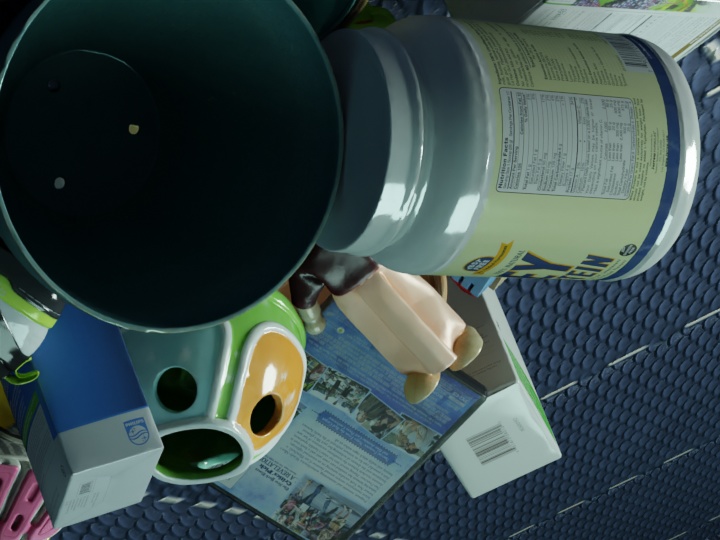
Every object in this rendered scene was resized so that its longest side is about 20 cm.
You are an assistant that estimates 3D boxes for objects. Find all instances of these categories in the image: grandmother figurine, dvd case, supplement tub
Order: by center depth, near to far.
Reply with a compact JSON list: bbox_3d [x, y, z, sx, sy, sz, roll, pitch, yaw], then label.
[{"bbox_3d":[0.074,-0.068,1.226,0.199,0.145,0.145,2,152,-28],"label":"supplement tub"},{"bbox_3d":[0.000,0.000,1.506,0.121,0.200,0.061,-43,-156,8],"label":"grandmother figurine"},{"bbox_3d":[-0.021,0.118,1.619,0.142,0.018,0.200,33,118,-17],"label":"dvd case"}]

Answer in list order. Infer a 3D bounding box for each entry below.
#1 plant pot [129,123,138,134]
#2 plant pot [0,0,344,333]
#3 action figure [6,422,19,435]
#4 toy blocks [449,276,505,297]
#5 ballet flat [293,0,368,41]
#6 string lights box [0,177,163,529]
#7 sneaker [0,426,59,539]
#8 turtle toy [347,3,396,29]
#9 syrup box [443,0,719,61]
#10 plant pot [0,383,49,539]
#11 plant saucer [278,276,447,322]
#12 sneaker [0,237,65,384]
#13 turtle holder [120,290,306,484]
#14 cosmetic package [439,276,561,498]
[{"bbox_3d":[-0.213,-0.050,1.352,0.199,0.028,0.200,-20,162,-7],"label":"plant pot"},{"bbox_3d":[-0.128,-0.073,1.177,0.200,0.201,0.135,-14,-169,-28],"label":"plant pot"},{"bbox_3d":[-0.242,0.048,1.456,0.199,0.119,0.102,-9,117,-25],"label":"action figure"},{"bbox_3d":[0.112,-0.049,1.570,0.200,0.100,0.137,-42,167,-50],"label":"toy blocks"},{"bbox_3d":[-0.051,-0.147,1.247,0.200,0.069,0.063,-35,-173,40],"label":"ballet flat"},{"bbox_3d":[-0.182,0.038,1.270,0.059,0.201,0.103,-16,162,-20],"label":"string lights box"},{"bbox_3d":[-0.292,0.131,1.444,0.199,0.074,0.087,10,-167,-12],"label":"sneaker"},{"bbox_3d":[-0.025,-0.090,1.345,0.145,0.101,0.200,-15,161,-29],"label":"turtle toy"},{"bbox_3d":[0.143,-0.179,1.335,0.200,0.079,0.081,-4,155,-44],"label":"syrup box"},{"bbox_3d":[-0.347,0.163,1.555,0.200,0.202,0.189,-8,173,-39],"label":"plant pot"},{"bbox_3d":[-0.038,0.010,1.580,0.199,0.038,0.201,-2,127,-3],"label":"plant saucer"},{"bbox_3d":[-0.255,-0.003,1.174,0.083,0.200,0.072,-58,-173,1],"label":"sneaker"},{"bbox_3d":[-0.131,0.074,1.504,0.185,0.132,0.141,5,140,-6],"label":"turtle holder"},{"bbox_3d":[0.080,0.066,1.725,0.085,0.200,0.108,-26,134,8],"label":"cosmetic package"}]
